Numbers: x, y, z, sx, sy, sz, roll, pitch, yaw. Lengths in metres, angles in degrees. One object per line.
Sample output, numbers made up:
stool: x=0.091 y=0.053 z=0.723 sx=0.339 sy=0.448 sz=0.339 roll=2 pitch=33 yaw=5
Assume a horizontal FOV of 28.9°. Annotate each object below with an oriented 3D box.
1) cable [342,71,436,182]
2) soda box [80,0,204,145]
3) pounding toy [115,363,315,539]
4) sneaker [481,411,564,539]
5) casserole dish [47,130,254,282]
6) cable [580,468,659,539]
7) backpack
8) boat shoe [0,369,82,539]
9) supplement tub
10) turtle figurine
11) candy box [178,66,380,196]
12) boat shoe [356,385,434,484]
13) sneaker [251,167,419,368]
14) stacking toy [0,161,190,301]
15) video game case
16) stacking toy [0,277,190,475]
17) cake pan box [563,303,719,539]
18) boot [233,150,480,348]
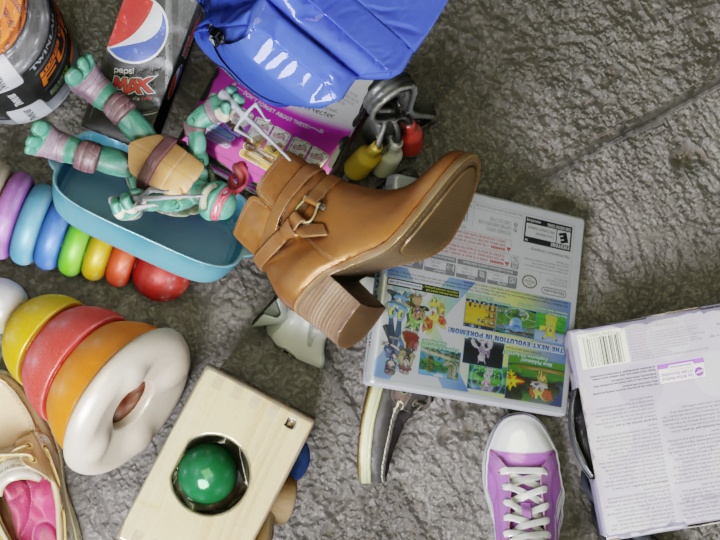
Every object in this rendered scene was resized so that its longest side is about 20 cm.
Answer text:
cable: x=0.037 y=-0.124 z=1.196 sx=0.097 sy=0.200 sz=0.050 roll=-25 pitch=85 yaw=-12
soda box: x=-0.180 y=-0.211 z=1.231 sx=0.063 sy=0.071 sz=0.201 roll=21 pitch=102 yaw=-2
pounding toy: x=-0.105 y=0.192 z=1.158 sx=0.142 sy=0.200 sz=0.185 roll=27 pitch=84 yaw=1
sneaker: x=0.148 y=0.222 z=1.208 sx=0.072 sy=0.114 sz=0.201 roll=-2 pitch=83 yaw=-1
casserole dish: x=-0.183 y=-0.052 z=1.226 sx=0.199 sy=0.121 sz=0.039 roll=24 pitch=126 yaw=-8
cable: x=0.290 y=0.213 z=1.244 sx=0.163 sy=0.051 sz=0.201 roll=-21 pitch=86 yaw=-4
backpack: x=-0.054 y=-0.222 z=1.132 sx=0.162 sy=0.200 sz=0.168 roll=43 pitch=81 yaw=-25
boat shoe: x=-0.295 y=0.180 z=1.218 sx=0.074 sy=0.069 sz=0.201 roll=-23 pitch=86 yaw=-4
supplement tub: x=-0.314 y=-0.201 z=1.189 sx=0.122 sy=0.200 sz=0.123 roll=0 pitch=85 yaw=-2
turtle figurine: x=-0.169 y=-0.092 z=1.166 sx=0.200 sy=0.101 sz=0.150 roll=28 pitch=60 yaw=7
candy box: x=-0.059 y=-0.164 z=1.264 sx=0.136 sy=0.061 sz=0.200 roll=28 pitch=85 yaw=1
boat shoe: x=0.042 y=0.094 z=1.236 sx=0.065 sy=0.073 sz=0.201 roll=12 pitch=84 yaw=5
sneaker: x=0.000 y=0.000 z=1.249 sx=0.088 sy=0.074 sz=0.200 roll=40 pitch=92 yaw=-2
stacking toy: x=-0.244 y=-0.027 z=1.241 sx=0.199 sy=0.085 sz=0.086 roll=19 pitch=84 yaw=-6
video game case: x=0.103 y=0.024 z=1.228 sx=0.199 sy=0.022 sz=0.183 roll=12 pitch=79 yaw=-25
stacking toy: x=-0.261 y=0.070 z=1.222 sx=0.200 sy=0.146 sz=0.146 roll=34 pitch=84 yaw=21
cake pan box: x=0.282 y=0.128 z=1.211 sx=0.199 sy=0.052 sz=0.185 roll=-11 pitch=80 yaw=2
boot: x=-0.006 y=-0.053 z=1.170 sx=0.155 sy=0.077 sz=0.200 roll=44 pitch=106 yaw=28
